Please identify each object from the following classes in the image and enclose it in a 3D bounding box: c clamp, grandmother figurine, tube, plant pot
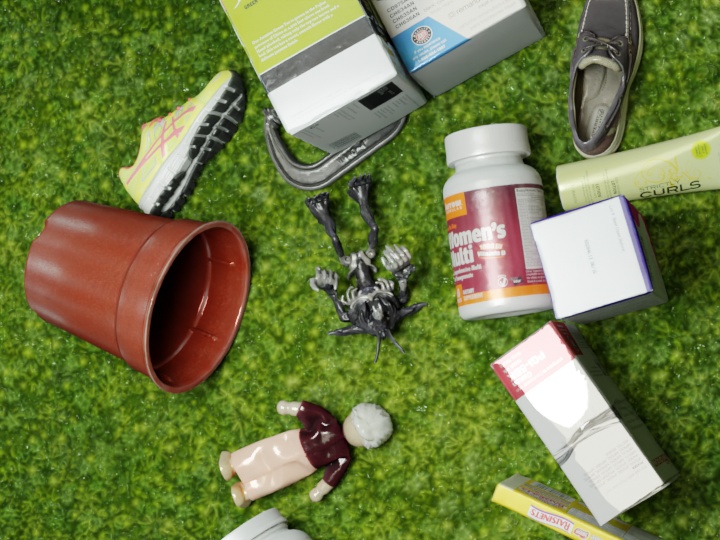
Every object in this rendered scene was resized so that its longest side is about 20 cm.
[{"bbox_3d":[-0.036,-0.197,1.713,0.200,0.027,0.171,-41,82,8],"label":"c clamp"},{"bbox_3d":[-0.059,0.199,1.676,0.200,0.061,0.121,-21,108,11],"label":"grandmother figurine"},{"bbox_3d":[0.312,-0.107,1.589,0.200,0.058,0.052,-10,68,14],"label":"tube"},{"bbox_3d":[-0.261,0.014,1.684,0.195,0.201,0.201,18,91,25],"label":"plant pot"}]

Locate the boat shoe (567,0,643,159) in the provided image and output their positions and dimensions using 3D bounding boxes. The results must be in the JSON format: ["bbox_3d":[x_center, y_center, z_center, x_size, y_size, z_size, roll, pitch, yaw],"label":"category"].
[{"bbox_3d":[0.263,-0.222,1.604,0.072,0.065,0.200,9,89,17],"label":"boat shoe"}]

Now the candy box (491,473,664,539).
[{"bbox_3d":[0.242,0.269,1.557,0.200,0.102,0.026,23,98,17],"label":"candy box"}]

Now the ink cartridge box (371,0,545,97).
[{"bbox_3d":[0.086,-0.322,1.620,0.147,0.145,0.200,-29,79,12],"label":"ink cartridge box"}]

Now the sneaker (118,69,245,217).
[{"bbox_3d":[-0.215,-0.160,1.734,0.090,0.078,0.200,39,95,22],"label":"sneaker"}]

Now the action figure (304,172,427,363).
[{"bbox_3d":[0.000,0.000,1.648,0.119,0.102,0.200,-19,79,2],"label":"action figure"}]

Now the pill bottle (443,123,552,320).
[{"bbox_3d":[0.148,-0.051,1.602,0.109,0.110,0.200,-9,84,15],"label":"pill bottle"}]

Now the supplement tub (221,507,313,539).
[{"bbox_3d":[-0.083,0.377,1.621,0.145,0.145,0.200,-41,77,10],"label":"supplement tub"}]

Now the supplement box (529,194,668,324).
[{"bbox_3d":[0.249,-0.006,1.523,0.103,0.200,0.101,-18,81,16],"label":"supplement box"}]

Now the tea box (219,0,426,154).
[{"bbox_3d":[-0.042,-0.249,1.600,0.133,0.200,0.197,-27,82,9],"label":"tea box"}]

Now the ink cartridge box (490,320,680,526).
[{"bbox_3d":[0.235,0.157,1.543,0.083,0.147,0.200,-37,77,12],"label":"ink cartridge box"}]
